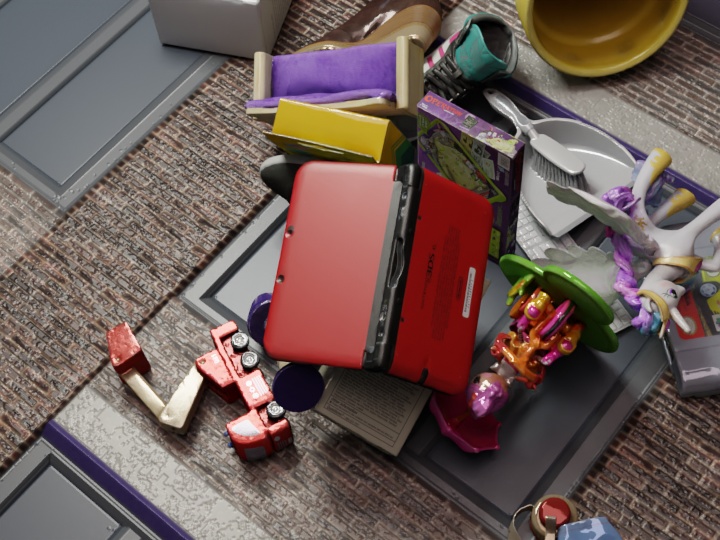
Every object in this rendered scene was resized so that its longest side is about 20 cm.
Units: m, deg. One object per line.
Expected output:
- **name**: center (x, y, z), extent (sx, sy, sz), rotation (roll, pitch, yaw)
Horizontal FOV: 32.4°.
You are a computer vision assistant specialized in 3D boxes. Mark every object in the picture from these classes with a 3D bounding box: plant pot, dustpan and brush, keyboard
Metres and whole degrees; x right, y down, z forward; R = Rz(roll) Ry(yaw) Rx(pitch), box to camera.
- **plant pot**: center (0.271, -0.367, 1.483), extent (0.199, 0.202, 0.190), rotation (-11, 43, -2)
- **dustpan and brush**: center (0.207, -0.143, 1.419), extent (0.139, 0.057, 0.200), rotation (-33, 51, -15)
- **keyboard**: center (0.223, -0.007, 1.367), extent (0.056, 0.011, 0.201), rotation (-26, 61, -11)

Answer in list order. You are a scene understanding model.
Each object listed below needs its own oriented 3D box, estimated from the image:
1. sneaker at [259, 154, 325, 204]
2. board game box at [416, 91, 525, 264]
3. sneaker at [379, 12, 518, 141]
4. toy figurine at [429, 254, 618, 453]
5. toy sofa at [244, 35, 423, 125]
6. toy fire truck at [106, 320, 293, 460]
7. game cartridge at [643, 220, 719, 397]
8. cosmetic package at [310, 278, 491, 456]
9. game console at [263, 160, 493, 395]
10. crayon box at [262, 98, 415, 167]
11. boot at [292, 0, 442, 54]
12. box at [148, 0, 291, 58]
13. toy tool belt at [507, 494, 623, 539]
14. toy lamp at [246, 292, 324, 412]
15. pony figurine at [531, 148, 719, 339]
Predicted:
- **sneaker**: center (-0.038, -0.052, 1.327), extent (0.199, 0.071, 0.099), rotation (26, 59, 14)
- **board game box**: center (0.115, -0.093, 1.317), extent (0.120, 0.200, 0.032), rotation (28, 64, 19)
- **sneaker**: center (0.114, -0.229, 1.440), extent (0.084, 0.121, 0.200), rotation (47, 68, -10)
- **toy figurine**: center (0.149, 0.098, 1.226), extent (0.150, 0.200, 0.184), rotation (40, 81, 0)
- **toy sofa**: center (-0.032, -0.216, 1.413), extent (0.199, 0.097, 0.084), rotation (-1, 85, 27)
- **toy fire truck**: center (-0.170, 0.125, 1.298), extent (0.140, 0.049, 0.201), rotation (-26, 61, -10)
- **game cartridge**: center (0.378, 0.033, 1.317), extent (0.132, 0.041, 0.201), rotation (-7, 59, -4)
- **cosmetic package**: center (0.035, 0.073, 1.248), extent (0.103, 0.073, 0.201), rotation (31, 81, -9)
- **game console**: center (0.022, 0.007, 1.195), extent (0.118, 0.172, 0.202), rotation (-7, 68, 50)
- **crayon box**: center (-0.019, -0.140, 1.356), extent (0.126, 0.200, 0.051), rotation (14, 89, 12)
- **boot**: center (0.010, -0.297, 1.535), extent (0.199, 0.073, 0.167), rotation (-11, 37, 20)
- **box**: center (-0.164, -0.385, 1.568), extent (0.151, 0.107, 0.201), rotation (12, 61, 11)
- **toy tool belt**: center (0.207, 0.282, 1.130), extent (0.124, 0.123, 0.201), rotation (-14, 59, -4)
- **toy lamp**: center (-0.081, 0.075, 1.266), extent (0.058, 0.059, 0.200), rotation (-19, 23, -7)
- **pony figurine**: center (0.287, -0.033, 1.275), extent (0.192, 0.167, 0.200), rotation (28, 59, 23)
